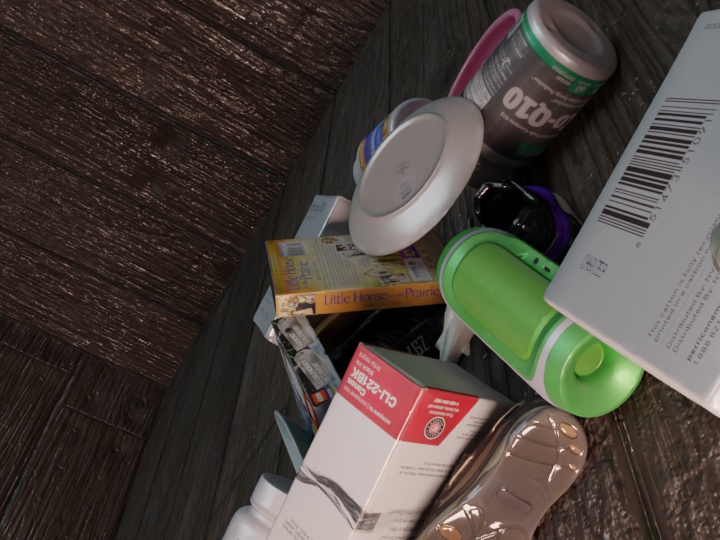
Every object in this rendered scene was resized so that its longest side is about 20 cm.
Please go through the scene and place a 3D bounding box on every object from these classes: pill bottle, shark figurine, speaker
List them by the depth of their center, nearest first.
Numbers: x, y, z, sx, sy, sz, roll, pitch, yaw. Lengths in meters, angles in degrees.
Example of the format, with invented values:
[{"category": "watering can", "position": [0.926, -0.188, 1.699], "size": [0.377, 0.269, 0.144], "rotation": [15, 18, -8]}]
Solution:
[{"category": "speaker", "position": [0.134, 0.033, 0.723], "size": [0.089, 0.088, 0.200], "rotation": [-61, 30, 10]}, {"category": "shark figurine", "position": [0.122, 0.042, 0.869], "size": [0.129, 0.089, 0.215], "rotation": [81, -153, -49]}, {"category": "pill bottle", "position": [0.174, -0.186, 1.001], "size": [0.200, 0.112, 0.114], "rotation": [-51, 18, 43]}, {"category": "pill bottle", "position": [-0.119, 0.354, 1.095], "size": [0.201, 0.113, 0.113], "rotation": [-64, 14, -2]}, {"category": "pill bottle", "position": [0.059, -0.179, 1.417], "size": [0.200, 0.111, 0.113], "rotation": [-30, 35, 65]}]

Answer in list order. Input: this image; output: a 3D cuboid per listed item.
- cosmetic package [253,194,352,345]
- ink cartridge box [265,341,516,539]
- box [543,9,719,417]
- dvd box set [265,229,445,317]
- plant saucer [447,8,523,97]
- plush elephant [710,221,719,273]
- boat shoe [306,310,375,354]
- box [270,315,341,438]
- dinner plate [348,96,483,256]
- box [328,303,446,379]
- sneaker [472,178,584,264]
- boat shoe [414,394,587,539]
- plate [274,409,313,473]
[{"category": "cosmetic package", "position": [-0.021, 0.025, 1.225], "size": [0.201, 0.165, 0.167], "rotation": [-63, 14, -2]}, {"category": "ink cartridge box", "position": [0.026, 0.176, 0.767], "size": [0.083, 0.144, 0.201], "rotation": [31, 99, 42]}, {"category": "box", "position": [0.224, -0.020, 0.473], "size": [0.200, 0.130, 0.200], "rotation": [-62, 14, 5]}, {"category": "dvd box set", "position": [0.000, 0.000, 0.994], "size": [0.147, 0.198, 0.030], "rotation": [-114, 21, -64]}, {"category": "plant saucer", "position": [0.178, -0.254, 1.246], "size": [0.201, 0.050, 0.201], "rotation": [-58, 15, 25]}, {"category": "plush elephant", "position": [0.194, -0.059, 0.296], "size": [0.155, 0.163, 0.202], "rotation": [58, -150, -81]}, {"category": "boat shoe", "position": [-0.016, 0.029, 1.064], "size": [0.200, 0.070, 0.071], "rotation": [-36, -26, -40]}, {"category": "box", "position": [-0.035, 0.158, 0.959], "size": [0.137, 0.040, 0.201], "rotation": [-125, 17, -49]}, {"category": "dinner plate", "position": [0.051, -0.108, 0.991], "size": [0.200, 0.024, 0.201], "rotation": [-35, 38, 33]}, {"category": "box", "position": [0.027, 0.085, 1.052], "size": [0.160, 0.044, 0.200], "rotation": [-37, 11, -9]}, {"category": "sneaker", "position": [0.149, -0.057, 0.879], "size": [0.070, 0.099, 0.200], "rotation": [-58, 15, 9]}, {"category": "boat shoe", "position": [0.102, 0.181, 0.714], "size": [0.200, 0.074, 0.073], "rotation": [-51, 6, 14]}, {"category": "plate", "position": [-0.040, 0.235, 0.963], "size": [0.025, 0.202, 0.200], "rotation": [-23, 8, -12]}]
